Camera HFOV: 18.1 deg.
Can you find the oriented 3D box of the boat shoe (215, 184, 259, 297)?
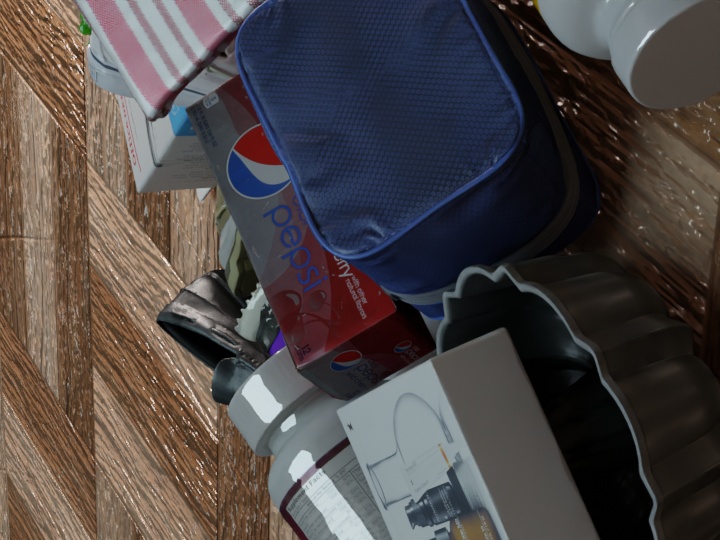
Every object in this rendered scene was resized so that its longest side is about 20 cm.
[{"bbox_3d":[-0.066,-0.050,1.537,0.069,0.075,0.200,65,155,16],"label":"boat shoe"}]

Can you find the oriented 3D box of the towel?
[{"bbox_3d":[-0.094,-0.202,1.328,0.200,0.030,0.147,-43,65,28],"label":"towel"}]

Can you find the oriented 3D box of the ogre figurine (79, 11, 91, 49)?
[{"bbox_3d":[-0.114,-0.167,1.542,0.120,0.199,0.098,-63,-13,-76],"label":"ogre figurine"}]

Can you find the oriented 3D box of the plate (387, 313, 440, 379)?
[{"bbox_3d":[0.033,0.055,1.381,0.199,0.032,0.201,-12,100,52],"label":"plate"}]

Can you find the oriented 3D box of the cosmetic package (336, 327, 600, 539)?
[{"bbox_3d":[0.069,0.143,1.183,0.201,0.052,0.151,66,159,5],"label":"cosmetic package"}]

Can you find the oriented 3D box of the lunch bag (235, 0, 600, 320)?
[{"bbox_3d":[0.031,-0.082,1.229,0.132,0.136,0.200,38,-155,-56],"label":"lunch bag"}]

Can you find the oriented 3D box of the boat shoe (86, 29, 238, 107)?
[{"bbox_3d":[-0.071,-0.133,1.401,0.067,0.199,0.074,100,173,-48],"label":"boat shoe"}]

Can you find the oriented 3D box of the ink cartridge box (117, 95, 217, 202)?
[{"bbox_3d":[-0.136,-0.133,1.712,0.200,0.066,0.116,133,127,-63],"label":"ink cartridge box"}]

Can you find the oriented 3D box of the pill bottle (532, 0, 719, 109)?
[{"bbox_3d":[0.114,-0.171,1.061,0.104,0.104,0.200,106,145,-48],"label":"pill bottle"}]

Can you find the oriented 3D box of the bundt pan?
[{"bbox_3d":[0.123,0.078,1.165,0.202,0.076,0.202,47,149,39],"label":"bundt pan"}]

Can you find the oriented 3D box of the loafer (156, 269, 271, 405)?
[{"bbox_3d":[-0.074,0.078,1.631,0.201,0.070,0.068,44,158,35],"label":"loafer"}]

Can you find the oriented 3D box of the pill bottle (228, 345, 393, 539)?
[{"bbox_3d":[0.015,0.136,1.331,0.200,0.109,0.110,52,149,17],"label":"pill bottle"}]

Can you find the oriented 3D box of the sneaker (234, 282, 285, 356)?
[{"bbox_3d":[0.000,0.000,1.469,0.099,0.070,0.200,43,131,15],"label":"sneaker"}]

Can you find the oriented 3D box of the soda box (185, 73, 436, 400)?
[{"bbox_3d":[-0.030,-0.026,1.315,0.063,0.070,0.200,43,-161,-57],"label":"soda box"}]
